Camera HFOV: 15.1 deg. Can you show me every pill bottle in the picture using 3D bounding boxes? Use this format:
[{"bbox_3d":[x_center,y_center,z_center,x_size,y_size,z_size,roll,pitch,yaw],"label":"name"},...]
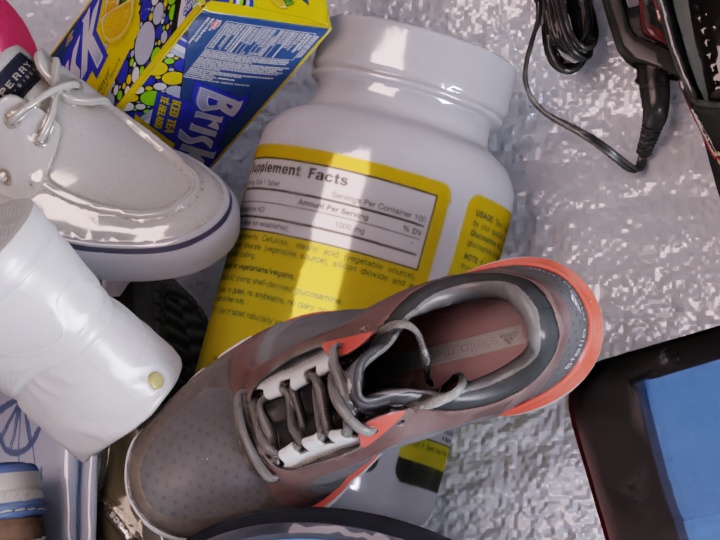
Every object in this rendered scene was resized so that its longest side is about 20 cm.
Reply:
[{"bbox_3d":[0.000,0.000,1.142,0.112,0.112,0.200,12,83,32],"label":"pill bottle"}]

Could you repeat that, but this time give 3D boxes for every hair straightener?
[{"bbox_3d":[0.093,-0.137,1.166,0.077,0.041,0.200,-11,78,16],"label":"hair straightener"}]

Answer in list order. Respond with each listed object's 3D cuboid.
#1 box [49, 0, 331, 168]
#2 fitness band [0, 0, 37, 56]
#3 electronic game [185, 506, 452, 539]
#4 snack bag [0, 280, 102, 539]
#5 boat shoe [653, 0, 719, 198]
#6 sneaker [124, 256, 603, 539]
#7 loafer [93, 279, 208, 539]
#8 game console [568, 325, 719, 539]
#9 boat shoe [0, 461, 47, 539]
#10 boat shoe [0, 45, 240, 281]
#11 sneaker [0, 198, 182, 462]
[{"bbox_3d":[-0.089,-0.084,1.188,0.200,0.064,0.070,-44,47,48],"label":"box"},{"bbox_3d":[-0.211,-0.040,1.228,0.144,0.037,0.200,7,89,30],"label":"fitness band"},{"bbox_3d":[0.002,0.173,1.072,0.200,0.200,0.042,-12,31,27],"label":"electronic game"},{"bbox_3d":[-0.176,0.102,1.240,0.200,0.021,0.189,-19,68,50],"label":"snack bag"},{"bbox_3d":[0.167,-0.063,1.091,0.074,0.063,0.202,-23,69,18],"label":"boat shoe"},{"bbox_3d":[-0.008,0.044,1.034,0.200,0.082,0.077,-26,80,11],"label":"sneaker"},{"bbox_3d":[-0.100,0.098,1.197,0.070,0.075,0.200,-9,73,24],"label":"loafer"},{"bbox_3d":[0.187,0.083,0.976,0.200,0.172,0.119,-17,101,5],"label":"game console"},{"bbox_3d":[-0.203,0.139,1.190,0.200,0.072,0.072,-26,70,53],"label":"boat shoe"},{"bbox_3d":[-0.140,-0.058,1.130,0.200,0.070,0.071,23,50,25],"label":"boat shoe"},{"bbox_3d":[-0.152,0.036,1.129,0.074,0.116,0.200,-53,23,-23],"label":"sneaker"}]
